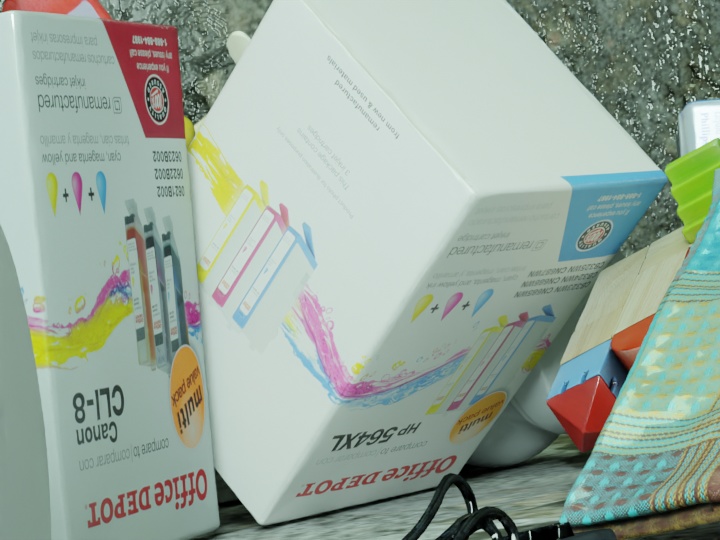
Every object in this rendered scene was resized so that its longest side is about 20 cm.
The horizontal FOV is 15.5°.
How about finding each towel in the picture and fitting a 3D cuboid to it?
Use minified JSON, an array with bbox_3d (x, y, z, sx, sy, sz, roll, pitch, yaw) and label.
[{"bbox_3d":[0.151,0.007,0.830,0.146,0.022,0.200,-17,26,35],"label":"towel"}]

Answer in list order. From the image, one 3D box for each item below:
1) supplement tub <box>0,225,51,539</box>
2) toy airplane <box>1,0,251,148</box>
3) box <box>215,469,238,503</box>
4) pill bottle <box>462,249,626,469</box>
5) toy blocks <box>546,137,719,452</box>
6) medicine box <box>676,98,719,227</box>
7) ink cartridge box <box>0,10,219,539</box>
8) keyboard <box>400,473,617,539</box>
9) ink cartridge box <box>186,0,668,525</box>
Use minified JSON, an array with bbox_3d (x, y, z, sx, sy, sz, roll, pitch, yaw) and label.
[{"bbox_3d":[-0.190,0.052,0.694,0.198,0.133,0.132,-7,0,2],"label":"supplement tub"},{"bbox_3d":[-0.108,-0.019,1.167,0.141,0.201,0.199,22,4,34],"label":"toy airplane"},{"bbox_3d":[-0.107,0.089,1.249,0.041,0.039,0.200,-9,1,-33],"label":"box"},{"bbox_3d":[0.029,0.036,1.197,0.199,0.113,0.112,-7,0,44],"label":"pill bottle"},{"bbox_3d":[0.146,0.020,0.960,0.199,0.100,0.137,-29,16,30],"label":"toy blocks"},{"bbox_3d":[0.243,-0.023,1.168,0.198,0.104,0.182,-4,-3,7],"label":"medicine box"},{"bbox_3d":[-0.148,0.014,0.978,0.144,0.202,0.145,-5,1,19],"label":"ink cartridge box"},{"bbox_3d":[-0.005,0.074,0.653,0.104,0.040,0.199,-8,0,38],"label":"keyboard"},{"bbox_3d":[0.000,0.000,1.061,0.128,0.125,0.201,-6,-43,-48],"label":"ink cartridge box"}]
